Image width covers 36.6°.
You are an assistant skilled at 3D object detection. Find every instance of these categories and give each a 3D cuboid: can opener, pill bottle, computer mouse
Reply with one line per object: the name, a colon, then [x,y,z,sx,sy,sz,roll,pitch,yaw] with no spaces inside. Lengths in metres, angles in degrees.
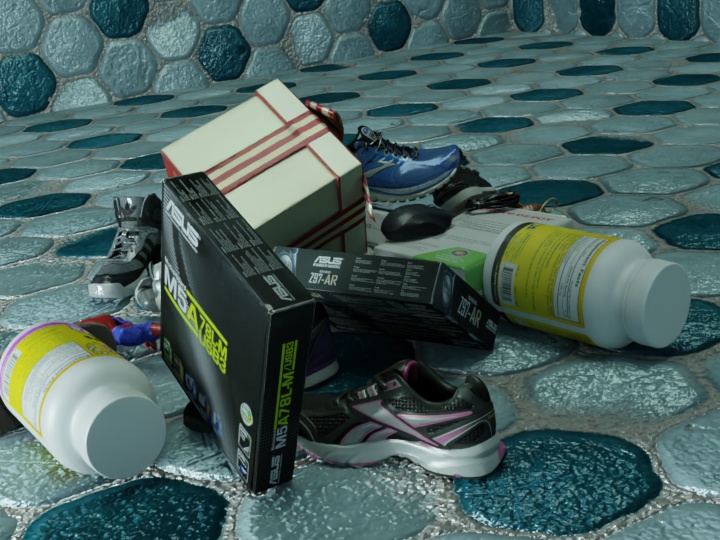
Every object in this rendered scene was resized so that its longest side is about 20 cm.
can opener: [-0.192,0.014,1.387,0.199,0.053,0.067,-18,56,-29]
pill bottle: [0.234,0.017,1.134,0.112,0.114,0.199,-20,24,-38]
computer mouse: [0.109,-0.075,1.303,0.199,0.034,0.058,-18,17,-31]
pill bottle: [-0.248,0.117,0.979,0.104,0.105,0.199,-16,22,-31]

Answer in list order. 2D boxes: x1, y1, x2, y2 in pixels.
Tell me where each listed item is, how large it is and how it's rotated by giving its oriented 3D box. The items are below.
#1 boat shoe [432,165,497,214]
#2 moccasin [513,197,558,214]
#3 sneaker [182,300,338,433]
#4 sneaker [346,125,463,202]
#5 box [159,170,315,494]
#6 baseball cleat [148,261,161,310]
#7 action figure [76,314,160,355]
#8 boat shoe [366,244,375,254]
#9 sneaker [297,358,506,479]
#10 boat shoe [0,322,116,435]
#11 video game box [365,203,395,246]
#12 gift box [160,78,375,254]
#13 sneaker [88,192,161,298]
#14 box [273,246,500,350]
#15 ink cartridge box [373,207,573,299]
boat shoe: [0.132,-0.110,1.472,0.074,0.061,0.200,-34,-6,18]
moccasin: [0.220,-0.057,1.417,0.073,0.078,0.201,-7,18,-13]
sneaker: [-0.102,0.086,1.058,0.075,0.088,0.200,8,23,34]
sneaker: [0.027,-0.133,1.342,0.198,0.090,0.079,-9,23,5]
box: [-0.111,0.050,0.912,0.047,0.194,0.200,-16,43,-28]
baseball cleat: [-0.159,-0.008,1.328,0.199,0.107,0.070,-15,1,-33]
action figure: [-0.255,0.074,1.206,0.199,0.052,0.065,2,13,36]
boat shoe: [0.000,0.000,1.326,0.198,0.066,0.072,-12,19,-18]
sneaker: [0.029,0.115,0.936,0.198,0.087,0.080,2,17,22]
boat shoe: [-0.335,0.102,1.104,0.071,0.076,0.199,5,19,35]
video game box: [0.051,-0.056,1.423,0.199,0.047,0.182,5,10,-40]
gift box: [-0.085,-0.071,1.221,0.186,0.185,0.200,-34,65,-18]
sneaker: [-0.312,-0.039,1.455,0.075,0.115,0.200,-1,19,15]
box: [0.024,0.030,1.128,0.199,0.044,0.160,6,-17,32]
ink cartridge box: [0.136,-0.007,1.277,0.199,0.085,0.145,-22,24,-39]
